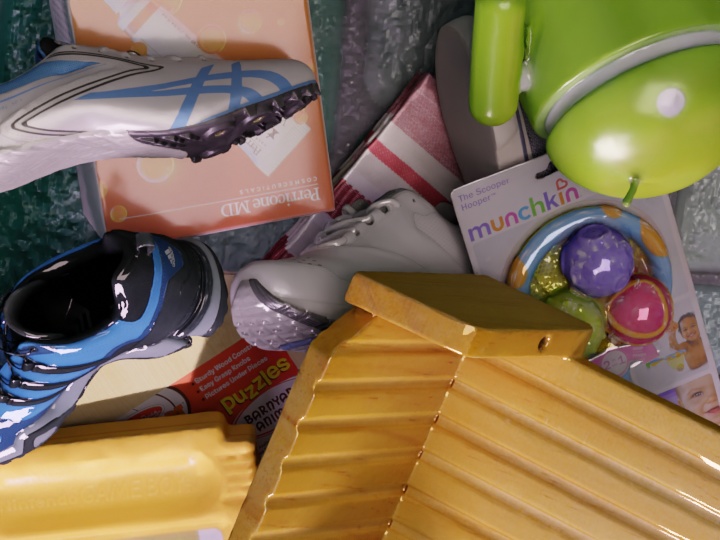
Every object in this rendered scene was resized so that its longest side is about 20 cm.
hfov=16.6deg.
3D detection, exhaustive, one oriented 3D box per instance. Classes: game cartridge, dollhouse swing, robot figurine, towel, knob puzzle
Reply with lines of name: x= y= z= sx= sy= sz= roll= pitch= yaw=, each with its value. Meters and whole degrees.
game cartridge: x=-0.131 y=0.179 z=1.339 sx=0.176 sy=0.032 sz=0.200 roll=-7 pitch=110 yaw=3
dollhouse swing: x=0.066 y=0.129 z=1.243 sx=0.182 sy=0.176 sz=0.200 roll=2 pitch=116 yaw=-57
robot figurine: x=0.128 y=-0.125 z=1.260 sx=0.175 sy=0.116 sz=0.200 roll=-13 pitch=70 yaw=-25
towel: x=0.025 y=0.005 z=1.390 sx=0.144 sy=0.023 sz=0.200 roll=39 pitch=91 yaw=-20
knob puzzle: x=-0.089 y=0.084 z=1.358 sx=0.220 sy=0.030 sz=0.220 roll=-2 pitch=103 yaw=-9

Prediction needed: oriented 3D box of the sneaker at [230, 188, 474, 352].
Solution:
sneaker: x=0.000 y=0.000 z=1.307 sx=0.200 sy=0.074 sz=0.087 roll=0 pitch=86 yaw=-54

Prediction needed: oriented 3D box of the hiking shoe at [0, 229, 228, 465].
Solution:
hiking shoe: x=-0.168 y=0.033 z=1.255 sx=0.200 sy=0.074 sz=0.087 roll=-34 pitch=150 yaw=17

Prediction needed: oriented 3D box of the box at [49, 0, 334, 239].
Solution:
box: x=-0.094 y=-0.125 z=1.288 sx=0.124 sy=0.097 sz=0.200 roll=-11 pitch=106 yaw=-11

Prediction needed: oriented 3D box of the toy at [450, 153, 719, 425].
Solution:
toy: x=0.133 y=0.029 z=1.328 sx=0.115 sy=0.047 sz=0.200 roll=-23 pitch=118 yaw=-9

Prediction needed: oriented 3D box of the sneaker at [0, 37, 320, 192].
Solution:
sneaker: x=-0.117 y=-0.086 z=1.208 sx=0.200 sy=0.072 sz=0.073 roll=-10 pitch=79 yaw=-17

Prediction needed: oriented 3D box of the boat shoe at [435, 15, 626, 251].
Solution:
boat shoe: x=0.109 y=-0.060 z=1.353 sx=0.093 sy=0.075 sz=0.200 roll=-25 pitch=117 yaw=-15
